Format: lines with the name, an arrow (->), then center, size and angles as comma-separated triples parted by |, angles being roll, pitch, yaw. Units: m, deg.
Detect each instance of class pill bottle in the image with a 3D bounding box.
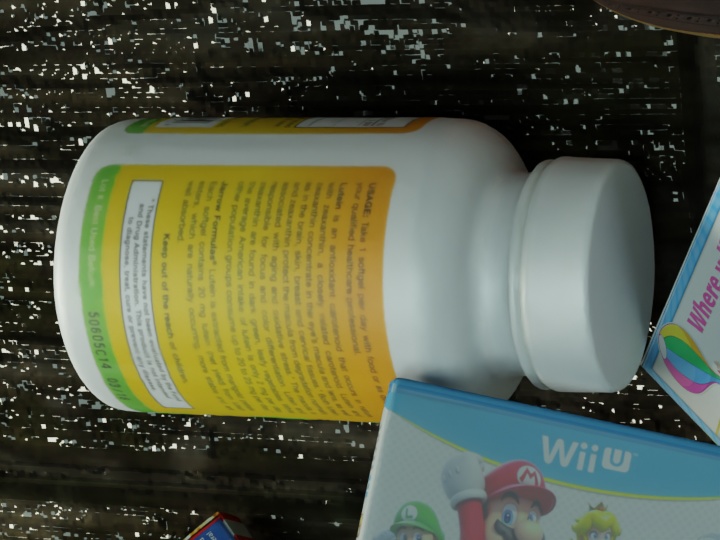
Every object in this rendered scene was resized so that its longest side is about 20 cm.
pill bottle -> 0.000, 0.000, 0.961 | 0.200, 0.111, 0.111 | 1, 109, 23

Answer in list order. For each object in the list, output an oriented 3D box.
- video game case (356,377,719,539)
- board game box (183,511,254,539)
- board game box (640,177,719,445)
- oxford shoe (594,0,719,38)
video game case -> 0.060, 0.148, 0.894 | 0.143, 0.018, 0.200 | 12, 83, -4
board game box -> -0.086, 0.216, 1.050 | 0.200, 0.046, 0.152 | -38, 79, 1
board game box -> 0.169, 0.017, 0.865 | 0.134, 0.034, 0.200 | 47, 151, 21
oxford shoe -> 0.091, -0.113, 0.865 | 0.200, 0.073, 0.071 | 17, 109, -18
